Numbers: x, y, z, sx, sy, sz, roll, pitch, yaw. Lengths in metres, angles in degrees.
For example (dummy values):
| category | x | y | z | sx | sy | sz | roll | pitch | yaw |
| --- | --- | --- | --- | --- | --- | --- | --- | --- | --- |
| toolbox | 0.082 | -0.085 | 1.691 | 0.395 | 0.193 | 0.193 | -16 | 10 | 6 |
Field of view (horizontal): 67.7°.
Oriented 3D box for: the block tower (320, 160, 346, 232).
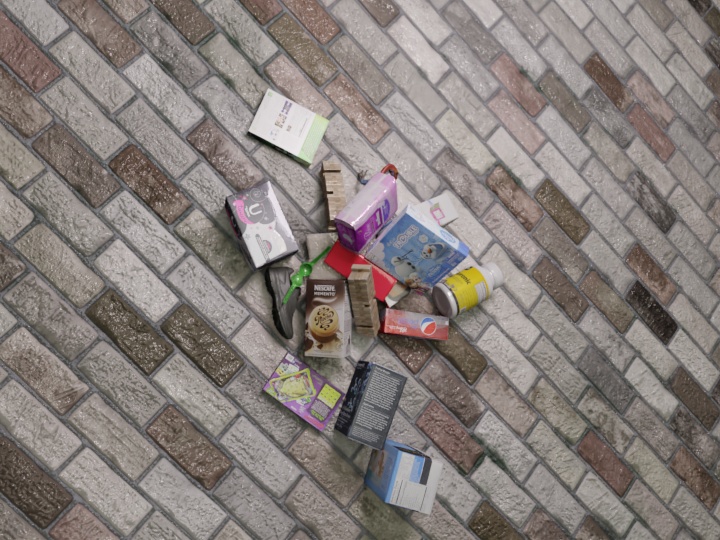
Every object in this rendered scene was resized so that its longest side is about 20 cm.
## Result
| category | x | y | z | sx | sy | sz | roll | pitch | yaw |
| --- | --- | --- | --- | --- | --- | --- | --- | --- | --- |
| block tower | -0.074 | -0.209 | 1.500 | 0.053 | 0.058 | 0.203 | -3 | 66 | -14 |

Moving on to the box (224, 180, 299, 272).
| category | x | y | z | sx | sy | sz | roll | pitch | yaw |
| --- | --- | --- | --- | --- | --- | --- | --- | --- | --- |
| box | -0.267 | -0.115 | 1.433 | 0.130 | 0.115 | 0.203 | -24 | 89 | -18 |

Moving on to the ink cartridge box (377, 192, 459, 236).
| category | x | y | z | sx | sy | sz | roll | pitch | yaw |
| --- | --- | --- | --- | --- | --- | --- | --- | --- | --- |
| ink cartridge box | 0.163 | -0.130 | 1.509 | 0.199 | 0.144 | 0.086 | -24 | 84 | -44 |

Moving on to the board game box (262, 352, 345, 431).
| category | x | y | z | sx | sy | sz | roll | pitch | yaw |
| --- | --- | --- | --- | --- | --- | --- | --- | --- | --- |
| board game box | -0.152 | 0.328 | 1.454 | 0.199 | 0.032 | 0.121 | 38 | 70 | -8 |

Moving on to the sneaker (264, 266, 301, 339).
| category | x | y | z | sx | sy | sz | roll | pitch | yaw |
| --- | --- | --- | --- | --- | --- | --- | --- | --- | --- |
| sneaker | -0.198 | 0.084 | 1.452 | 0.089 | 0.076 | 0.204 | -10 | 89 | -25 |

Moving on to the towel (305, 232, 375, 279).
| category | x | y | z | sx | sy | sz | roll | pitch | yaw |
| --- | --- | --- | --- | --- | --- | --- | --- | --- | --- |
| towel | -0.052 | -0.039 | 1.487 | 0.196 | 0.034 | 0.135 | -3 | 95 | 5 |

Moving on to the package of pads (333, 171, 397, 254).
| category | x | y | z | sx | sy | sz | roll | pitch | yaw |
| --- | --- | --- | --- | --- | --- | --- | --- | --- | --- |
| package of pads | 0.021 | -0.153 | 1.418 | 0.075 | 0.121 | 0.200 | 27 | 62 | 28 |

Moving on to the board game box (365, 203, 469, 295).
| category | x | y | z | sx | sy | sz | roll | pitch | yaw |
| --- | --- | --- | --- | --- | --- | --- | --- | --- | --- |
| board game box | 0.144 | -0.047 | 1.402 | 0.197 | 0.200 | 0.044 | 34 | 44 | -11 |

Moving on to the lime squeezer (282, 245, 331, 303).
| category | x | y | z | sx | sy | sz | roll | pitch | yaw |
| --- | --- | --- | --- | --- | --- | --- | --- | --- | --- |
| lime squeezer | -0.152 | 0.015 | 1.441 | 0.201 | 0.070 | 0.038 | -51 | 124 | -21 |

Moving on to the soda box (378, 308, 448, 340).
| category | x | y | z | sx | sy | sz | roll | pitch | yaw |
| --- | --- | --- | --- | --- | --- | --- | --- | --- | --- |
| soda box | 0.153 | 0.158 | 1.547 | 0.196 | 0.063 | 0.071 | 9 | 80 | -14 |

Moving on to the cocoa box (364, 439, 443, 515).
| category | x | y | z | sx | sy | sz | roll | pitch | yaw |
| --- | --- | --- | --- | --- | --- | --- | --- | --- | --- |
| cocoa box | 0.108 | 0.534 | 1.413 | 0.129 | 0.200 | 0.136 | 19 | 78 | -12 |

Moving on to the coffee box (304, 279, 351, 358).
| category | x | y | z | sx | sy | sz | roll | pitch | yaw |
| --- | --- | --- | --- | --- | --- | --- | --- | --- | --- |
| coffee box | -0.085 | 0.126 | 1.438 | 0.111 | 0.080 | 0.204 | 1 | 90 | 16 |

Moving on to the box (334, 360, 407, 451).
| category | x | y | z | sx | sy | sz | roll | pitch | yaw |
| --- | --- | --- | --- | --- | --- | --- | --- | --- | --- |
| box | 0.026 | 0.356 | 1.439 | 0.106 | 0.148 | 0.203 | 24 | 76 | -12 |

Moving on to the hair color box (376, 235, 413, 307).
| category | x | y | z | sx | sy | sz | roll | pitch | yaw |
| --- | --- | --- | --- | --- | --- | --- | --- | --- | --- |
| hair color box | 0.066 | -0.006 | 1.539 | 0.101 | 0.061 | 0.202 | -32 | 93 | -9 |

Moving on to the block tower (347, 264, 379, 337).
| category | x | y | z | sx | sy | sz | roll | pitch | yaw |
| --- | --- | --- | --- | --- | --- | --- | --- | --- | --- |
| block tower | 0.010 | 0.084 | 1.441 | 0.053 | 0.058 | 0.203 | 2 | 123 | 18 |

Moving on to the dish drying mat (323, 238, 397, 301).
| category | x | y | z | sx | sy | sz | roll | pitch | yaw |
| --- | --- | --- | --- | --- | --- | --- | --- | --- | --- |
| dish drying mat | 0.000 | 0.000 | 1.461 | 0.198 | 0.018 | 0.077 | 34 | 103 | -3 |

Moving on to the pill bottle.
| category | x | y | z | sx | sy | sz | roll | pitch | yaw |
| --- | --- | --- | --- | --- | --- | --- | --- | --- | --- |
| pill bottle | 0.320 | 0.052 | 1.586 | 0.198 | 0.111 | 0.113 | -25 | 90 | -18 |

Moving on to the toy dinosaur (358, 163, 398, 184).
| category | x | y | z | sx | sy | sz | roll | pitch | yaw |
| --- | --- | --- | --- | --- | --- | --- | --- | --- | --- |
| toy dinosaur | 0.045 | -0.216 | 1.524 | 0.104 | 0.201 | 0.182 | 31 | 110 | -21 |

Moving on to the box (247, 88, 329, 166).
| category | x | y | z | sx | sy | sz | roll | pitch | yaw |
| --- | --- | --- | --- | --- | --- | --- | --- | --- | --- |
| box | -0.204 | -0.407 | 1.532 | 0.197 | 0.036 | 0.146 | 25 | 77 | -10 |
